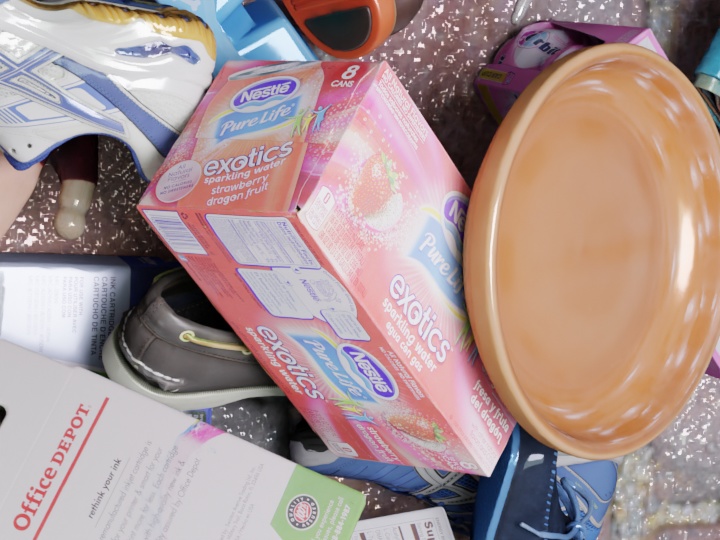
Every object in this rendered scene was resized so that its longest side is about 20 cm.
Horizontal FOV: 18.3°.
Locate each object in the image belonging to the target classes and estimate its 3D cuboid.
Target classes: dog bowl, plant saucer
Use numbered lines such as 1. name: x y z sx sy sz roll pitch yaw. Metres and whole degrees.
1. dog bowl: -0.066 -0.128 1.120 0.050 0.111 0.200 -36 109 2
2. plant saucer: 0.113 -0.010 1.081 0.200 0.037 0.201 -6 98 -48

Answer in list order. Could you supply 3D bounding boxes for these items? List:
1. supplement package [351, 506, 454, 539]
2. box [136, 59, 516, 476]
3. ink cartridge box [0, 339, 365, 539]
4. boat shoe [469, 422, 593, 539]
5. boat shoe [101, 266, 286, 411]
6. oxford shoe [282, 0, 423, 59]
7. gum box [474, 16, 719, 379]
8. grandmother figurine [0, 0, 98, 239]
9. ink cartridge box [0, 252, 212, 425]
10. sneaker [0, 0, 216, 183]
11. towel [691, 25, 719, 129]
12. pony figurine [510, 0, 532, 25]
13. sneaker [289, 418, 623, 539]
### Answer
1. supplement package: -0.045 0.207 1.153 0.199 0.114 0.110 -8 62 -19
2. box: 0.000 0.000 1.058 0.200 0.102 0.095 53 54 -38
3. ink cartridge box: -0.113 0.127 1.076 0.200 0.067 0.117 25 54 1
4. boat shoe: 0.092 0.147 1.176 0.068 0.084 0.200 6 136 1
5. boat shoe: -0.035 0.024 1.144 0.201 0.061 0.072 -11 58 -40
6. oxford shoe: -0.032 -0.208 1.151 0.073 0.071 0.200 -37 105 -47
7. gum box: 0.149 -0.044 1.206 0.066 0.113 0.200 -38 109 -12
8. grandmother figurine: -0.179 -0.066 1.095 0.121 0.061 0.200 44 67 -18
9. ink cartridge box: -0.166 0.052 1.145 0.199 0.042 0.120 1 98 -22
10. sneaker: -0.170 -0.091 1.033 0.199 0.075 0.088 11 103 -5
11. towel: 0.250 -0.162 1.230 0.200 0.022 0.147 -60 154 -3
12. pony figurine: 0.149 -0.230 1.171 0.200 0.166 0.194 -10 114 -36
13. sneaker: 0.057 0.110 1.216 0.199 0.076 0.077 5 93 -20
